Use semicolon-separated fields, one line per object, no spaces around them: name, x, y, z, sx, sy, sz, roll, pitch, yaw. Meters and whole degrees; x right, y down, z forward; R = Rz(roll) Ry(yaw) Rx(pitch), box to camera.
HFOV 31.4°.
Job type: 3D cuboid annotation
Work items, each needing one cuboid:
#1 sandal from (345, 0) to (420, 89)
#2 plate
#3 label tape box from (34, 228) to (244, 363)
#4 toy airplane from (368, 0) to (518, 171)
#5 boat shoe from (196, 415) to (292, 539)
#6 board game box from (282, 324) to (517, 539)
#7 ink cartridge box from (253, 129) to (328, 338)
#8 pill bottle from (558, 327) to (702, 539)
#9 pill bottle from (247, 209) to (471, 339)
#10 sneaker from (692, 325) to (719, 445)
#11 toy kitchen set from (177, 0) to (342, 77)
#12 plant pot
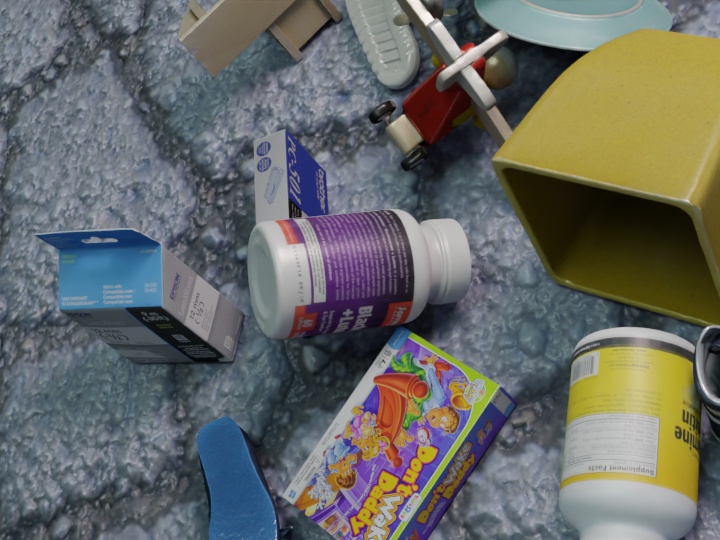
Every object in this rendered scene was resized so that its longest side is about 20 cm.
sandal;0.029;-0.295;1.474;0.082;0.050;0.204;-25;65;35
plate;0.213;-0.270;1.282;0.198;0.026;0.201;2;34;-1
label tape box;-0.236;0.030;1.346;0.142;0.200;0.067;-2;63;30
toy airplane;0.105;-0.190;1.276;0.141;0.201;0.199;-31;38;-25
boat shoe;-0.106;0.233;1.242;0.083;0.069;0.201;-17;50;7
board game box;0.036;0.168;1.203;0.134;0.045;0.201;29;81;39
ink cartridge box;-0.071;-0.039;1.355;0.044;0.094;0.201;-18;55;21
pill bottle;0.222;0.157;1.054;0.111;0.112;0.202;-5;62;29
pill bottle;0.000;0.000;1.228;0.198;0.112;0.112;-6;50;-19
sneaker;0.335;0.044;1.051;0.070;0.108;0.201;18;74;36
toy kitchen set;-0.165;-0.340;1.514;0.163;0.200;0.181;-43;50;2
plant pot;0.266;-0.099;1.129;0.193;0.196;0.201;17;67;37
